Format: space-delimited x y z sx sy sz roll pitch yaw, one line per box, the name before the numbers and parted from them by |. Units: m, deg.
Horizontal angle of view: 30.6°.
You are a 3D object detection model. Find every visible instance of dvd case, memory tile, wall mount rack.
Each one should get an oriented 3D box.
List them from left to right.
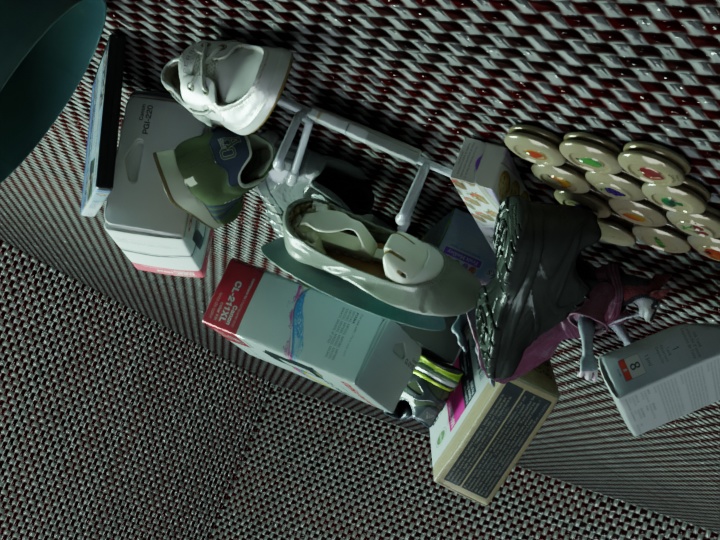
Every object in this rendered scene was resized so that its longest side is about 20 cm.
dvd case | -0.248 -0.134 1.266 0.018 0.143 0.200 6 174 -15
wall mount rack | -0.005 -0.089 1.163 0.200 0.075 0.174 24 -177 2
memory tile | 0.209 -0.056 1.026 0.153 0.017 0.200 15 167 38

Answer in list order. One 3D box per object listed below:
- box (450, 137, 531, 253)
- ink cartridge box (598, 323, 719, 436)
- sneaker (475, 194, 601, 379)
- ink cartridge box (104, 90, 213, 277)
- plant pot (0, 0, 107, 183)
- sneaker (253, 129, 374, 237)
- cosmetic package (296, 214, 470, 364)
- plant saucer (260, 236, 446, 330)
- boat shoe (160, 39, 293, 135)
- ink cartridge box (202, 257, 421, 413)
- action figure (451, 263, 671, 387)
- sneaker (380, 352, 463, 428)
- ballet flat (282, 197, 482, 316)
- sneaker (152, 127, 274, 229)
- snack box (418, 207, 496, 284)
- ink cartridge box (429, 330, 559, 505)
box | 0.122 -0.056 1.142 0.039 0.041 0.200 18 167 22
ink cartridge box | 0.316 0.073 1.167 0.050 0.200 0.162 65 -173 23
sneaker | 0.149 0.023 1.107 0.091 0.076 0.200 1 138 -9
ink cartridge box | -0.198 -0.084 1.365 0.085 0.146 0.200 8 169 3
plant pot | -0.330 -0.185 1.073 0.161 0.201 0.201 35 169 -1
sneaker | -0.035 -0.067 1.330 0.115 0.075 0.200 16 167 21
cosmetic package | 0.038 0.019 1.512 0.200 0.107 0.090 34 166 -39
plant saucer | 0.000 0.000 1.305 0.201 0.039 0.201 22 -172 -3
boat shoe | -0.117 -0.155 1.073 0.069 0.071 0.200 26 170 -24
ink cartridge box | -0.051 0.073 1.457 0.200 0.083 0.146 21 169 24
action figure | 0.194 0.035 1.232 0.200 0.149 0.134 -24 171 16
sneaker | 0.038 0.131 1.559 0.074 0.081 0.200 28 172 -28
ballet flat | 0.015 -0.014 1.190 0.200 0.067 0.064 20 149 21
sneaker | -0.116 -0.087 1.200 0.090 0.067 0.200 -22 173 7
snack box | 0.139 0.013 1.373 0.169 0.068 0.200 25 168 -4
ink cartridge box | 0.148 0.144 1.523 0.075 0.165 0.200 26 -158 -12
